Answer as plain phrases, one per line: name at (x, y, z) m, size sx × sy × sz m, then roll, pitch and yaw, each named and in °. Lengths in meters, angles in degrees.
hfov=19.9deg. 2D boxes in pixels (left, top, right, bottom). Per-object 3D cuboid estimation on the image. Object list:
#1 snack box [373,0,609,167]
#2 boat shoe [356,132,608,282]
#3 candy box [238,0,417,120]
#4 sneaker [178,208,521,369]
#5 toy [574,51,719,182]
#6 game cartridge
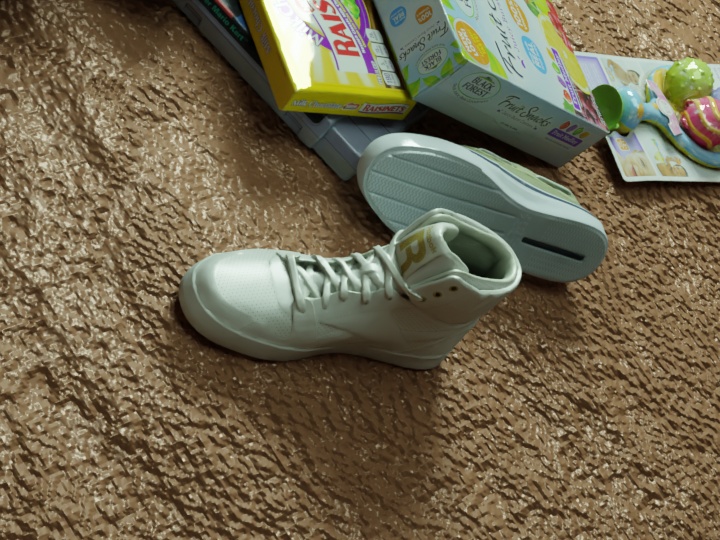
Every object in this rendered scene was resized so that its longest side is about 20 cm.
snack box at (0.084, -0.162, 1.411) m, size 0.199 × 0.053 × 0.143 m, roll 19°, pitch 44°, yaw -53°
boat shoe at (0.075, -0.045, 1.352) m, size 0.199 × 0.072 × 0.062 m, roll 22°, pitch 24°, yaw -33°
candy box at (-0.038, -0.188, 1.342) m, size 0.102 × 0.026 × 0.201 m, roll -1°, pitch 58°, yaw -37°
sneaker at (0.000, 0.000, 1.203) m, size 0.199 × 0.116 × 0.074 m, roll 6°, pitch 56°, yaw -36°
toy at (0.253, -0.125, 1.569) m, size 0.199 × 0.047 × 0.116 m, roll -4°, pitch 62°, yaw -41°
game cartridge at (-0.042, -0.162, 1.362) m, size 0.200 × 0.038 × 0.130 m, roll 47°, pitch 36°, yaw 0°
